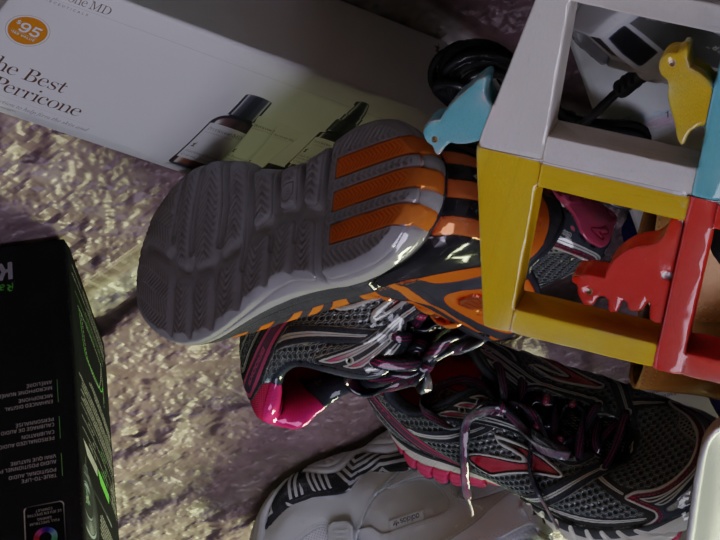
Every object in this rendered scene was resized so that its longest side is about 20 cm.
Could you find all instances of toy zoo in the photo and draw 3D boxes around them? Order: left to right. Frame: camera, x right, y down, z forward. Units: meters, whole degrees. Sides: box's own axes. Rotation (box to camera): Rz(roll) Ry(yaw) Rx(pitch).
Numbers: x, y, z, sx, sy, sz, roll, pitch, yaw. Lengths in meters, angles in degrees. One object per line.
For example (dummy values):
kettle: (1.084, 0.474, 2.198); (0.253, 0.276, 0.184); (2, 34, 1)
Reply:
toy zoo: (0.119, -0.027, 0.726); (0.199, 0.020, 0.132); (13, 114, 11)

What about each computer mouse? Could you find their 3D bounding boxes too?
computer mouse: (0.115, -0.094, 0.760); (0.109, 0.044, 0.200); (21, 140, -29)

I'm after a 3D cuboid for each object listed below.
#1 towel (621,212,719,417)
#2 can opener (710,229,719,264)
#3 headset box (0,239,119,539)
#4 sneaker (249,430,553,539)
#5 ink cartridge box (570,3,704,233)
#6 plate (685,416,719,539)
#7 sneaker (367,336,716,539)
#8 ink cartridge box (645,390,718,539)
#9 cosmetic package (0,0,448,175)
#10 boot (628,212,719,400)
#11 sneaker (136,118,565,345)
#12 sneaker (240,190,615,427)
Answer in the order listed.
towel: (0.196, 0.064, 1.010); (0.049, 0.200, 0.148); (-32, 142, 9)
can opener: (0.208, -0.058, 0.773); (0.200, 0.079, 0.063); (-36, 150, 5)
headset box: (-0.200, 0.104, 0.972); (0.174, 0.200, 0.093); (-9, 145, 1)
sneaker: (0.023, 0.151, 1.158); (0.200, 0.115, 0.075); (-30, 139, 27)
ink cartridge box: (0.157, -0.104, 0.861); (0.145, 0.083, 0.200); (-16, 144, 10)
plate: (0.216, 0.110, 0.888); (0.199, 0.032, 0.200); (-7, 133, -11)
sneaker: (0.083, 0.077, 1.041); (0.200, 0.081, 0.075); (10, 152, 35)
ink cartridge box: (0.201, 0.165, 1.144); (0.125, 0.200, 0.129); (-19, 144, 14)
cosmetic package: (-0.063, -0.081, 0.873); (0.200, 0.051, 0.083); (17, 136, -32)
boot: (0.184, -0.025, 0.838); (0.144, 0.071, 0.202); (8, 121, -7)
sneaker: (0.000, 0.000, 0.861); (0.112, 0.078, 0.200); (17, 164, -36)
sneaker: (0.029, 0.014, 0.965); (0.200, 0.075, 0.081); (-24, 143, 38)
